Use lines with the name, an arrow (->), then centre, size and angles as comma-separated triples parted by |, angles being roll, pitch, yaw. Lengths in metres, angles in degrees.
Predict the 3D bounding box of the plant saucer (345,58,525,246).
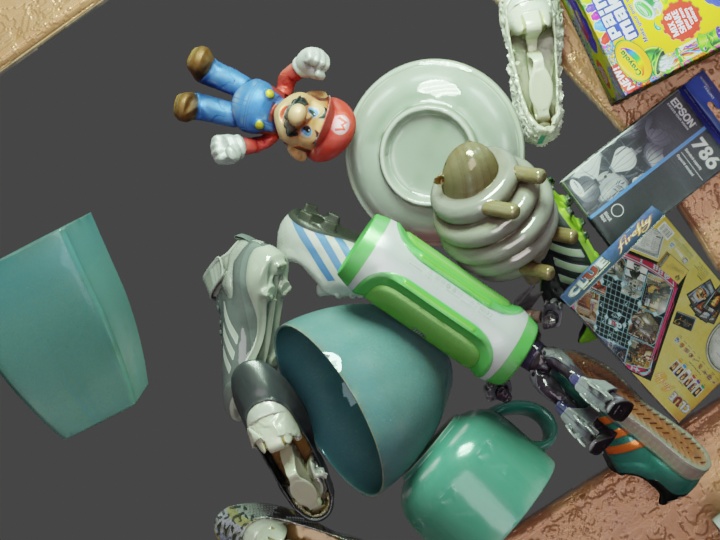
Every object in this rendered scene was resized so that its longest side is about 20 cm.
plant saucer -> 0.076, -0.124, 1.361 | 0.197, 0.050, 0.203 | 2, 99, 11

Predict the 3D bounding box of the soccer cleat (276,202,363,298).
soccer cleat -> 0.000, 0.000, 1.386 | 0.198, 0.070, 0.087 | 24, 110, 4

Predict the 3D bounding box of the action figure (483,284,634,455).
action figure -> 0.192, 0.099, 1.326 | 0.200, 0.069, 0.131 | 42, 118, 31

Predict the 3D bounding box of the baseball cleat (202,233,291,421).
baseball cleat -> -0.131, 0.059, 1.398 | 0.106, 0.069, 0.202 | 25, 108, 34

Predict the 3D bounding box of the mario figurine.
mario figurine -> -0.100, -0.177, 1.356 | 0.198, 0.106, 0.125 | 17, 128, 10

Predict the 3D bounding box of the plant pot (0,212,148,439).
plant pot -> -0.319, 0.066, 1.369 | 0.140, 0.141, 0.202 | -25, 98, 4

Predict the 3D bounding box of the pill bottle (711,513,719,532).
pill bottle -> 0.475, 0.239, 1.338 | 0.199, 0.111, 0.112 | -36, 90, 4

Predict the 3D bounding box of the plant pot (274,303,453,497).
plant pot -> 0.018, 0.115, 1.336 | 0.134, 0.200, 0.202 | -29, 90, -22

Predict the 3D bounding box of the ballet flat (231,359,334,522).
ballet flat -> -0.079, 0.188, 1.359 | 0.072, 0.073, 0.202 | -23, 112, 4

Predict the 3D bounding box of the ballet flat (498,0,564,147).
ballet flat -> 0.189, -0.235, 1.359 | 0.071, 0.072, 0.203 | -8, 91, 4

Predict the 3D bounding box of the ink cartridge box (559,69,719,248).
ink cartridge box -> 0.322, -0.119, 1.370 | 0.199, 0.039, 0.100 | -39, 89, 3

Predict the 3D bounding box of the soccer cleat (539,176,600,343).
soccer cleat -> 0.216, -0.013, 1.363 | 0.081, 0.068, 0.201 | -30, 97, 17

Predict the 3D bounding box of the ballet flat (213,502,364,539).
ballet flat -> -0.068, 0.304, 1.395 | 0.198, 0.072, 0.073 | 16, 93, 3

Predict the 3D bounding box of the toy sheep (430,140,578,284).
toy sheep -> 0.141, -0.051, 1.287 | 0.137, 0.138, 0.201 | -28, 126, 4

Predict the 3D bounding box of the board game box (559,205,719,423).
board game box -> 0.320, 0.049, 1.339 | 0.135, 0.035, 0.200 | -44, 113, 4

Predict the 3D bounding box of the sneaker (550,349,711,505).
sneaker -> 0.274, 0.172, 1.367 | 0.200, 0.071, 0.080 | 41, 121, 15

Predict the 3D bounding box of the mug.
mug -> 0.120, 0.216, 1.352 | 0.114, 0.185, 0.152 | 40, 118, 4

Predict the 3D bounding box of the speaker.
speaker -> 0.078, 0.030, 1.275 | 0.199, 0.088, 0.089 | 34, 94, -3

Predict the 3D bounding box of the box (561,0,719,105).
box -> 0.309, -0.307, 1.321 | 0.191, 0.122, 0.202 | -27, 90, 5
